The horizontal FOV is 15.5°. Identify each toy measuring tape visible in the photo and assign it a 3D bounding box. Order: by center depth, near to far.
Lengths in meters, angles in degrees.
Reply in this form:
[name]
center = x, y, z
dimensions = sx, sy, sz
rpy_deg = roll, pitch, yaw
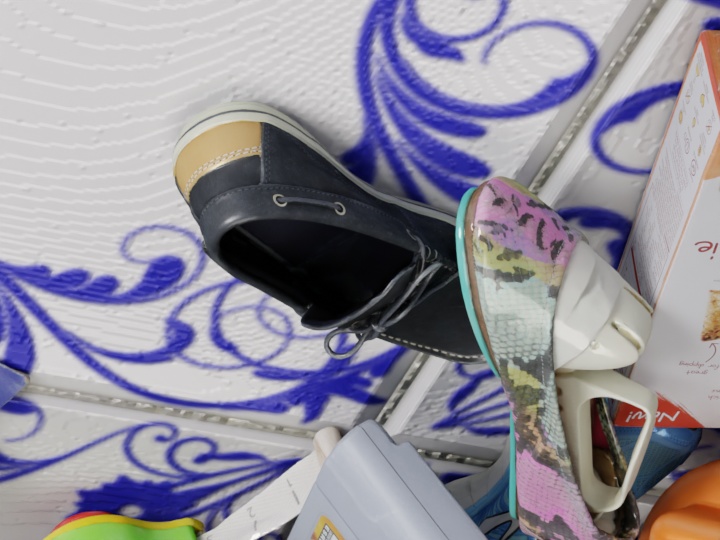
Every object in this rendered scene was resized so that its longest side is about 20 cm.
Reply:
[toy measuring tape]
center = -0.097, 0.129, 1.250
dimensions = 0.200, 0.074, 0.074
rpy_deg = -37, 133, 21

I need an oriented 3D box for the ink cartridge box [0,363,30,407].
[ink cartridge box]
center = -0.282, 0.075, 1.174
dimensions = 0.199, 0.041, 0.200
rpy_deg = 27, 131, -34

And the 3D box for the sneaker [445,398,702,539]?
[sneaker]
center = 0.093, 0.124, 1.244
dimensions = 0.078, 0.090, 0.200
rpy_deg = 20, 134, -29

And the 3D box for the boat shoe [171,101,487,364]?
[boat shoe]
center = 0.000, 0.000, 1.100
dimensions = 0.075, 0.062, 0.200
rpy_deg = -32, 137, 26

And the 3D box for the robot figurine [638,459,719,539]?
[robot figurine]
center = 0.202, 0.140, 1.228
dimensions = 0.117, 0.144, 0.200
rpy_deg = -34, 163, 30

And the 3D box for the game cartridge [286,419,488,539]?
[game cartridge]
center = 0.018, 0.164, 1.232
dimensions = 0.041, 0.133, 0.200
rpy_deg = -26, 160, -25

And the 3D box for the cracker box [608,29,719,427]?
[cracker box]
center = 0.187, -0.011, 1.114
dimensions = 0.134, 0.058, 0.200
rpy_deg = 1, 141, -9

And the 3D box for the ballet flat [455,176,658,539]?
[ballet flat]
center = 0.090, 0.042, 1.115
dimensions = 0.071, 0.069, 0.200
rpy_deg = 10, 135, 24
